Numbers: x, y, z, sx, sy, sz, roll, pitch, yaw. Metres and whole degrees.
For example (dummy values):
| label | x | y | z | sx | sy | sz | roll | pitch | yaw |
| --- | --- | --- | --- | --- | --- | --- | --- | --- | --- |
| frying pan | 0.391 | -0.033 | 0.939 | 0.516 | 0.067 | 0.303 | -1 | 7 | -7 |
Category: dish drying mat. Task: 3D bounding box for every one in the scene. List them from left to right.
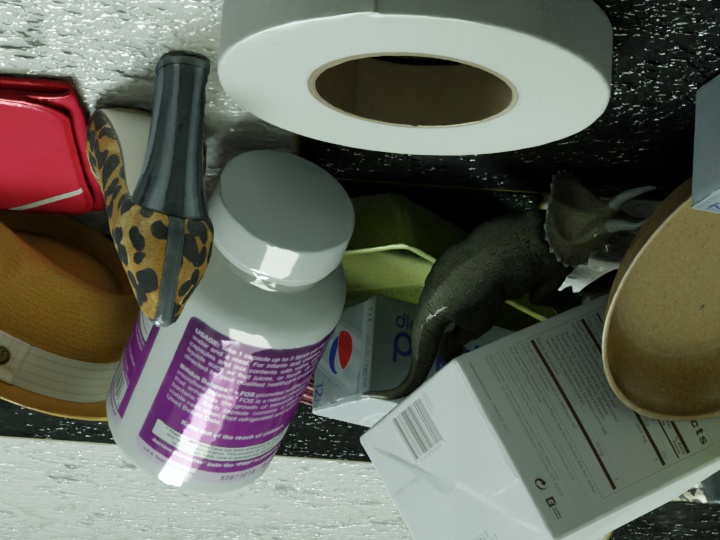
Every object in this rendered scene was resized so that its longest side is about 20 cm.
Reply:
| label | x | y | z | sx | sy | sz | roll | pitch | yaw |
| --- | --- | --- | --- | --- | --- | --- | --- | --- | --- |
| dish drying mat | -0.193 | -0.070 | 1.505 | 0.076 | 0.018 | 0.200 | 5 | 164 | 1 |

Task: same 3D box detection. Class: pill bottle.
| label | x | y | z | sx | sy | sz | roll | pitch | yaw |
| --- | --- | --- | --- | --- | --- | --- | --- | --- | --- |
| pill bottle | -0.073 | 0.029 | 1.516 | 0.111 | 0.113 | 0.201 | 10 | 133 | -18 |

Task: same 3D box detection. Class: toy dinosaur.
| label | x | y | z | sx | sy | sz | roll | pitch | yaw |
| --- | --- | --- | --- | --- | --- | --- | --- | --- | --- |
| toy dinosaur | 0.077 | 0.002 | 1.507 | 0.199 | 0.077 | 0.102 | -25 | 151 | -4 |

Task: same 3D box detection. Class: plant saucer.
| label | x | y | z | sx | sy | sz | roll | pitch | yaw |
| --- | --- | --- | --- | --- | --- | --- | --- | --- | --- |
| plant saucer | 0.000 | 0.000 | 1.643 | 0.199 | 0.048 | 0.200 | -7 | 160 | 32 |
| plant saucer | 0.214 | -0.003 | 1.448 | 0.199 | 0.035 | 0.201 | -19 | 136 | -19 |

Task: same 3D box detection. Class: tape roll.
| label | x | y | z | sx | sy | sz | roll | pitch | yaw |
| --- | --- | --- | --- | --- | --- | --- | --- | --- | --- |
| tape roll | 0.028 | -0.107 | 1.295 | 0.201 | 0.037 | 0.203 | 4 | 164 | 1 |

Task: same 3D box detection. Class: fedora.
| label | x | y | z | sx | sy | sz | roll | pitch | yaw |
| --- | --- | --- | --- | --- | --- | --- | --- | --- | --- |
| fedora | -0.201 | 0.014 | 1.626 | 0.200 | 0.082 | 0.201 | 24 | -160 | -9 |

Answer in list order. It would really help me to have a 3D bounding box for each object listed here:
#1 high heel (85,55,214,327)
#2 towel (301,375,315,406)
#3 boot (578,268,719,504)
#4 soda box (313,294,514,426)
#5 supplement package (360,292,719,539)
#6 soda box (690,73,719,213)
| label | x | y | z | sx | sy | sz | roll | pitch | yaw |
| --- | --- | --- | --- | --- | --- | --- | --- | --- | --- |
| high heel | -0.121 | -0.021 | 1.430 | 0.071 | 0.144 | 0.200 | 8 | 163 | -12 |
| towel | -0.075 | 0.049 | 1.722 | 0.199 | 0.023 | 0.144 | 28 | -177 | 35 |
| boot | 0.233 | 0.064 | 1.602 | 0.199 | 0.152 | 0.073 | -8 | -167 | 45 |
| soda box | 0.068 | 0.073 | 1.642 | 0.199 | 0.069 | 0.063 | 16 | 160 | -34 |
| supplement package | 0.125 | 0.095 | 1.525 | 0.199 | 0.120 | 0.121 | -20 | 166 | -38 |
| soda box | 0.233 | -0.083 | 1.268 | 0.063 | 0.069 | 0.200 | 10 | 162 | -16 |
